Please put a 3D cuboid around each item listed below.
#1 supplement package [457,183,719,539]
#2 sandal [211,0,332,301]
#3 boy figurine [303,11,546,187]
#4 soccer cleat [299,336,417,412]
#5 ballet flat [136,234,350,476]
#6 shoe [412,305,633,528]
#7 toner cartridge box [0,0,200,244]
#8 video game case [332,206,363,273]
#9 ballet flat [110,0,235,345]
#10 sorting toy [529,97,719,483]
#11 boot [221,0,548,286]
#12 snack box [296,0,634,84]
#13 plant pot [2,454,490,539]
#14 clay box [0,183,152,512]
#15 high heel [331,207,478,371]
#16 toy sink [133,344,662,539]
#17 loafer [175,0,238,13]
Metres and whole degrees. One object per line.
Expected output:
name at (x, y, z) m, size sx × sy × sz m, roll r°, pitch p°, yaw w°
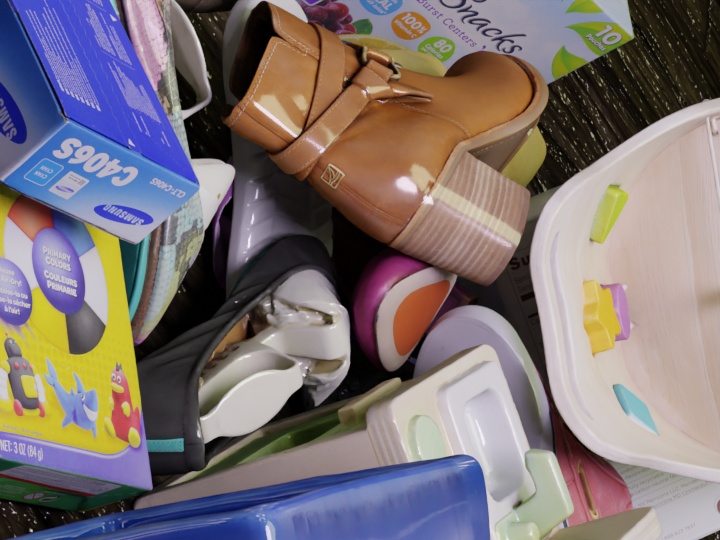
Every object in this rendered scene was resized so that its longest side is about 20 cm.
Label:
supplement package at (0.137, 0.054, 1.536) m, size 0.117 × 0.117 × 0.201 m, roll 179°, pitch -111°, yaw -78°
sandal at (-0.052, -0.040, 1.379) m, size 0.082 × 0.050 × 0.204 m, roll -6°, pitch 99°, yaw -56°
boy figurine at (0.023, -0.086, 1.490) m, size 0.199 × 0.065 × 0.124 m, roll 22°, pitch 18°, yaw -47°
soccer cleat at (0.025, 0.075, 1.469) m, size 0.200 × 0.068 × 0.073 m, roll 33°, pitch 22°, yaw -47°
ballet flat at (-0.046, 0.044, 1.289) m, size 0.200 × 0.068 × 0.068 m, roll -42°, pitch 128°, yaw -48°
shoe at (0.085, 0.100, 1.400) m, size 0.091 × 0.071 × 0.201 m, roll -45°, pitch 123°, yaw -58°
toner cartridge box at (-0.146, -0.110, 1.182) m, size 0.095 × 0.043 × 0.201 m, roll 25°, pitch 31°, yaw -52°
video game case at (0.025, -0.040, 1.577) m, size 0.200 × 0.017 × 0.144 m, roll -33°, pitch 104°, yaw -63°
ballet flat at (-0.097, -0.067, 1.270) m, size 0.071 × 0.069 × 0.201 m, roll -5°, pitch 86°, yaw -41°
sorting toy at (0.133, 0.021, 1.373) m, size 0.180 × 0.106 × 0.201 m, roll -8°, pitch 89°, yaw -65°
boot at (0.008, -0.082, 1.346) m, size 0.155 × 0.077 × 0.200 m, roll 30°, pitch 34°, yaw -12°
snack box at (0.039, -0.165, 1.516) m, size 0.200 × 0.142 × 0.053 m, roll 35°, pitch 37°, yaw -41°
plant pot at (-0.060, 0.183, 1.082) m, size 0.200 × 0.199 × 0.181 m, roll -4°, pitch 83°, yaw -64°
clay box at (-0.151, -0.003, 1.179) m, size 0.115 × 0.047 × 0.201 m, roll 19°, pitch 58°, yaw -58°
high heel at (0.000, 0.000, 1.380) m, size 0.096 × 0.068 × 0.200 m, roll 35°, pitch 1°, yaw 10°
toy sink at (0.018, 0.109, 1.267) m, size 0.130 × 0.199 × 0.113 m, roll -28°, pitch 99°, yaw -62°
loafer at (-0.117, -0.178, 1.330) m, size 0.200 × 0.067 × 0.076 m, roll 41°, pitch 37°, yaw -46°
